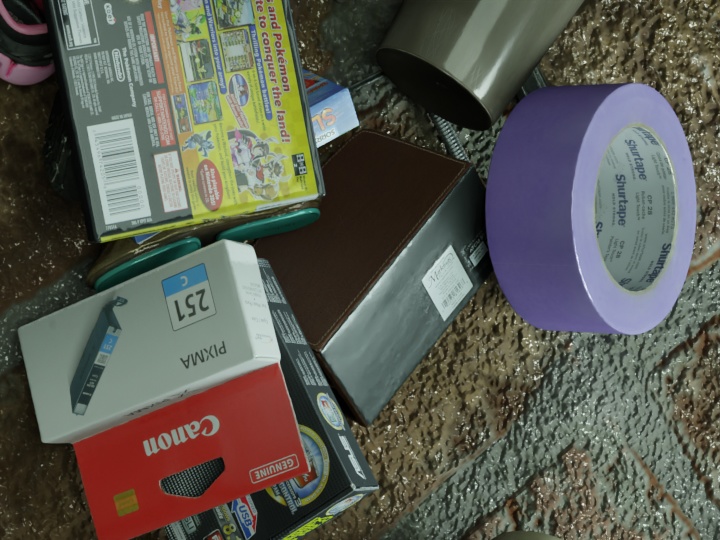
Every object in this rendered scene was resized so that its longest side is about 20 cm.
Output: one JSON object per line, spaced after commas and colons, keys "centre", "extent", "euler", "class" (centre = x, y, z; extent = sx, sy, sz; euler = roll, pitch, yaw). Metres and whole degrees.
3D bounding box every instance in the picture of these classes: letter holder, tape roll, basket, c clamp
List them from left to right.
{"centre": [0.000, 0.000, 1.672], "extent": [0.200, 0.142, 0.101], "euler": [-50, 135, -18], "class": "letter holder"}
{"centre": [0.098, -0.108, 1.742], "extent": [0.170, 0.027, 0.201], "euler": [-35, 95, -24], "class": "c clamp"}
{"centre": [0.110, -0.225, 1.678], "extent": [0.135, 0.180, 0.201], "euler": [28, 78, 19], "class": "basket"}
{"centre": [0.190, -0.050, 1.692], "extent": [0.199, 0.084, 0.202], "euler": [-5, 96, -53], "class": "tape roll"}

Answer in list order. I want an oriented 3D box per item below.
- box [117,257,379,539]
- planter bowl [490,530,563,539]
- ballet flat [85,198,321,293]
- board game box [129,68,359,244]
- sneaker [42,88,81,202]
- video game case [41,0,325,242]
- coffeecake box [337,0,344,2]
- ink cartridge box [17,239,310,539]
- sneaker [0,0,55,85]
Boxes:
{"centre": [-0.098, 0.115, 1.569], "extent": [0.160, 0.044, 0.201], "euler": [-34, 72, 22], "class": "box"}
{"centre": [0.129, 0.296, 1.662], "extent": [0.200, 0.200, 0.135], "euler": [43, 48, -13], "class": "planter bowl"}
{"centre": [-0.129, -0.045, 1.635], "extent": [0.198, 0.068, 0.073], "euler": [-20, 76, -9], "class": "ballet flat"}
{"centre": [-0.117, -0.098, 1.605], "extent": [0.199, 0.135, 0.035], "euler": [-29, 118, -18], "class": "board game box"}
{"centre": [-0.183, -0.133, 1.578], "extent": [0.088, 0.079, 0.201], "euler": [19, 52, -14], "class": "sneaker"}
{"centre": [-0.129, -0.135, 1.515], "extent": [0.179, 0.025, 0.202], "euler": [-12, 93, -20], "class": "video game case"}
{"centre": [-0.035, -0.343, 1.679], "extent": [0.200, 0.073, 0.154], "euler": [40, 74, -14], "class": "coffeecake box"}
{"centre": [-0.149, 0.094, 1.548], "extent": [0.045, 0.199, 0.178], "euler": [11, 60, -62], "class": "ink cartridge box"}
{"centre": [-0.297, -0.224, 1.563], "extent": [0.199, 0.095, 0.080], "euler": [33, 64, -16], "class": "sneaker"}
